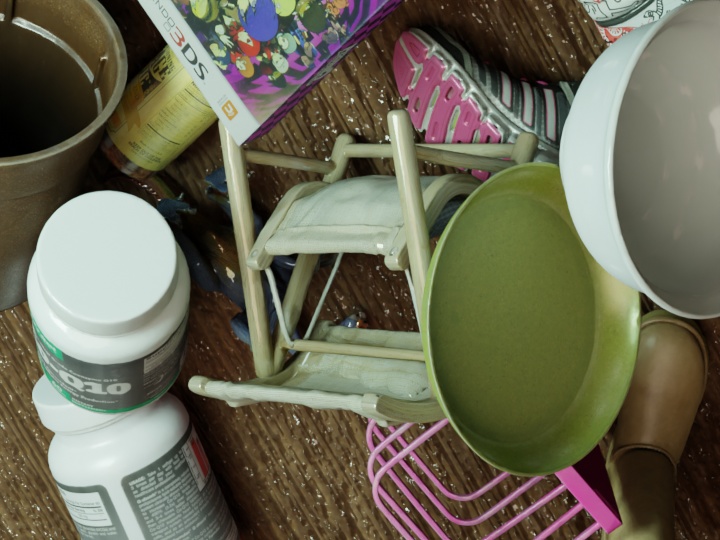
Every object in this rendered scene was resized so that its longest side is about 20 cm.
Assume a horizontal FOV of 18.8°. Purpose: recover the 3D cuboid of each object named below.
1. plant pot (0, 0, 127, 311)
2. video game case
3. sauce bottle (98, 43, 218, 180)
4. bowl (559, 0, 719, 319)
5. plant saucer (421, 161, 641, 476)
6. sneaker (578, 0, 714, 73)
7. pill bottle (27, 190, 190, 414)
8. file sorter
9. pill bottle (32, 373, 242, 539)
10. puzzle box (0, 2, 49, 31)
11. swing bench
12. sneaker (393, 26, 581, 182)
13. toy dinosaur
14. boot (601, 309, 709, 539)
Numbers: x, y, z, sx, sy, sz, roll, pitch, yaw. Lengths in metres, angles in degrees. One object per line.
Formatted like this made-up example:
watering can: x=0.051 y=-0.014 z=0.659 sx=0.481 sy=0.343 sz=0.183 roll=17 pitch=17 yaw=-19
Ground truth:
plant pot: x=-0.274 y=-0.085 z=1.537 sx=0.200 sy=0.201 sz=0.199 roll=21 pitch=140 yaw=3
video game case: x=-0.067 y=-0.204 z=1.376 sx=0.182 sy=0.036 sz=0.200 roll=55 pitch=134 yaw=5
sauce bottle: x=-0.107 y=-0.145 z=1.540 sx=0.066 sy=0.066 sz=0.200 roll=43 pitch=117 yaw=-10
bowl: x=0.191 y=-0.072 z=1.391 sx=0.090 sy=0.201 sz=0.202 roll=5 pitch=124 yaw=46
plant saucer: x=0.105 y=0.031 z=1.397 sx=0.031 sy=0.200 sz=0.200 roll=1 pitch=122 yaw=47
sneaker: x=0.230 y=-0.210 z=1.410 sx=0.201 sy=0.067 sz=0.108 roll=-31 pitch=112 yaw=30
pill bottle: x=-0.176 y=0.023 z=1.533 sx=0.113 sy=0.113 sz=0.200 roll=21 pitch=160 yaw=3
file sorter: x=0.083 y=0.127 z=1.540 sx=0.125 sy=0.200 sz=0.139 roll=-38 pitch=103 yaw=10
pill bottle: x=-0.173 y=0.164 z=1.694 sx=0.115 sy=0.116 sz=0.201 roll=-11 pitch=114 yaw=20
puzzle box: x=-0.265 y=-0.237 z=1.553 sx=0.199 sy=0.025 sz=0.133 roll=-16 pitch=113 yaw=22
swing bench: x=0.000 y=0.000 z=1.458 sx=0.199 sy=0.129 sz=0.201 roll=4 pitch=88 yaw=49
sneaker: x=0.111 y=-0.105 z=1.503 sx=0.200 sy=0.087 sz=0.074 roll=41 pitch=144 yaw=17
toy dinosaur: x=-0.073 y=-0.001 z=1.622 sx=0.105 sy=0.200 sz=0.182 roll=-40 pitch=132 yaw=-9
boot: x=0.206 y=0.150 z=1.535 sx=0.066 sy=0.200 sz=0.176 roll=8 pitch=121 yaw=6
